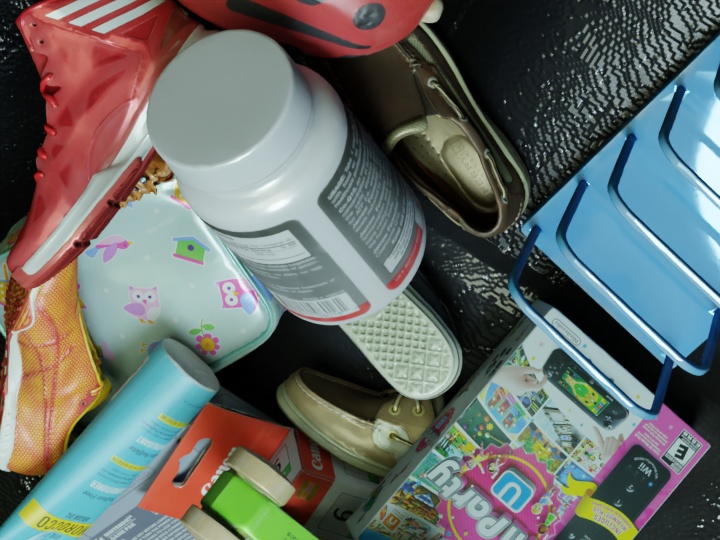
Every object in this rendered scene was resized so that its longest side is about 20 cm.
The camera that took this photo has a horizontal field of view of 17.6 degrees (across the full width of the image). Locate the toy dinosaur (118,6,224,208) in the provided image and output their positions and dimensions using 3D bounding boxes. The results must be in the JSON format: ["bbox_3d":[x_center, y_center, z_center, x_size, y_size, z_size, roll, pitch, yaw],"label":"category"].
[{"bbox_3d":[-0.125,-0.119,1.502,0.136,0.200,0.102,34,152,6],"label":"toy dinosaur"}]

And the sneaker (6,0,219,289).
[{"bbox_3d":[-0.183,-0.095,1.445,0.115,0.078,0.200,37,88,0],"label":"sneaker"}]

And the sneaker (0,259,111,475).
[{"bbox_3d":[-0.203,0.051,1.561,0.077,0.073,0.200,3,126,-11],"label":"sneaker"}]

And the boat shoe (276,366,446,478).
[{"bbox_3d":[0.041,0.109,1.598,0.200,0.074,0.066,26,114,-8],"label":"boat shoe"}]

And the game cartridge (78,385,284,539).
[{"bbox_3d":[-0.133,0.160,1.652,0.200,0.042,0.133,-36,124,25],"label":"game cartridge"}]

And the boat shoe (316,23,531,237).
[{"bbox_3d":[0.035,-0.105,1.501,0.202,0.075,0.075,45,116,-6],"label":"boat shoe"}]

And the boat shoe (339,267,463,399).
[{"bbox_3d":[0.000,0.000,1.563,0.075,0.062,0.200,-39,84,12],"label":"boat shoe"}]

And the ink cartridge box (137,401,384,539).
[{"bbox_3d":[-0.041,0.170,1.608,0.200,0.050,0.109,20,120,-25],"label":"ink cartridge box"}]

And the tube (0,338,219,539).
[{"bbox_3d":[-0.178,0.133,1.567,0.200,0.077,0.050,-48,53,13],"label":"tube"}]

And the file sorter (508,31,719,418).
[{"bbox_3d":[0.207,-0.026,1.455,0.139,0.123,0.200,43,117,-5],"label":"file sorter"}]

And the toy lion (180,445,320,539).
[{"bbox_3d":[-0.018,0.206,1.522,0.200,0.192,0.069,37,81,6],"label":"toy lion"}]

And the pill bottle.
[{"bbox_3d":[-0.045,-0.057,1.429,0.114,0.114,0.200,-11,149,19],"label":"pill bottle"}]

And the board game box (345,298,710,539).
[{"bbox_3d":[0.111,0.143,1.540,0.147,0.064,0.200,41,89,-9],"label":"board game box"}]

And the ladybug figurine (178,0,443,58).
[{"bbox_3d":[-0.046,-0.184,1.419,0.199,0.072,0.136,18,151,-1],"label":"ladybug figurine"}]

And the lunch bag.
[{"bbox_3d":[-0.153,0.013,1.601,0.200,0.077,0.161,-27,109,26],"label":"lunch bag"}]
